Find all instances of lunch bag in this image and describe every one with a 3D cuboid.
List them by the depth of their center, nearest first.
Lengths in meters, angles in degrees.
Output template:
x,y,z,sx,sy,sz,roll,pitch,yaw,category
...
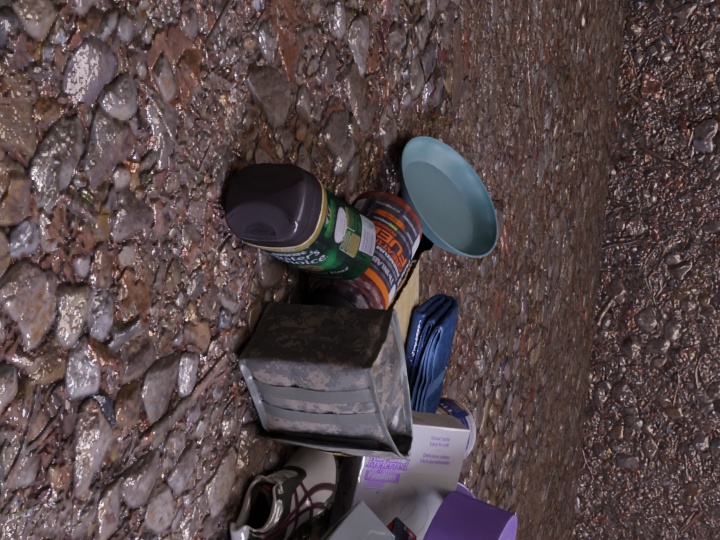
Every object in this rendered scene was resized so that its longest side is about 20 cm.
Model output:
x,y,z,sx,sy,sz,roll,pitch,yaw,category
-0.031,0.145,1.103,0.118,0.162,0.202,-65,151,-44,lunch bag

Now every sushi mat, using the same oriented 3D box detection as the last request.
x,y,z,sx,sy,sz,roll,pitch,yaw,category
0.057,0.087,1.296,0.202,0.012,0.096,87,27,-46,sushi mat

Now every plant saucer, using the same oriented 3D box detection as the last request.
x,y,z,sx,sy,sz,roll,pitch,yaw,category
0.122,-0.101,1.401,0.199,0.036,0.202,28,45,-32,plant saucer

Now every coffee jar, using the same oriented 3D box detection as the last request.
x,y,z,sx,sy,sz,roll,pitch,yaw,category
-0.063,-0.051,1.048,0.200,0.103,0.087,31,66,-64,coffee jar

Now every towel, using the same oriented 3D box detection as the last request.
x,y,z,sx,sy,sz,roll,pitch,yaw,category
0.094,0.139,1.349,0.111,0.048,0.203,-35,138,-60,towel

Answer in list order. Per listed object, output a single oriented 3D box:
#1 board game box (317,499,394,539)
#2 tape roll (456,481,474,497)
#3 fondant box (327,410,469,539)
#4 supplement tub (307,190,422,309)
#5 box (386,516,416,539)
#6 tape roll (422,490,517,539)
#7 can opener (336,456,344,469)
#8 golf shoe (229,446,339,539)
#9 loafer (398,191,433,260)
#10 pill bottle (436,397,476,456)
x,y,z,sx,sy,sz,roll,pitch,yaw,category
-0.066,0.365,1.070,0.200,0.064,0.147,-48,172,25,board game box
0.070,0.368,1.350,0.197,0.085,0.203,-5,104,-19,tape roll
0.046,0.283,1.237,0.142,0.058,0.203,9,98,-22,fondant box
0.000,0.000,1.201,0.108,0.105,0.201,74,32,-42,supplement tub
0.001,0.377,1.099,0.137,0.038,0.200,-48,180,9,box
0.122,0.384,1.186,0.200,0.084,0.202,-52,152,-43,tape roll
-0.024,0.212,1.276,0.201,0.053,0.067,-64,149,-34,can opener
-0.086,0.265,1.127,0.201,0.076,0.089,-58,141,-44,golf shoe
0.085,-0.059,1.419,0.073,0.070,0.202,68,38,-48,loafer
0.104,0.262,1.509,0.199,0.109,0.113,5,92,-66,pill bottle
